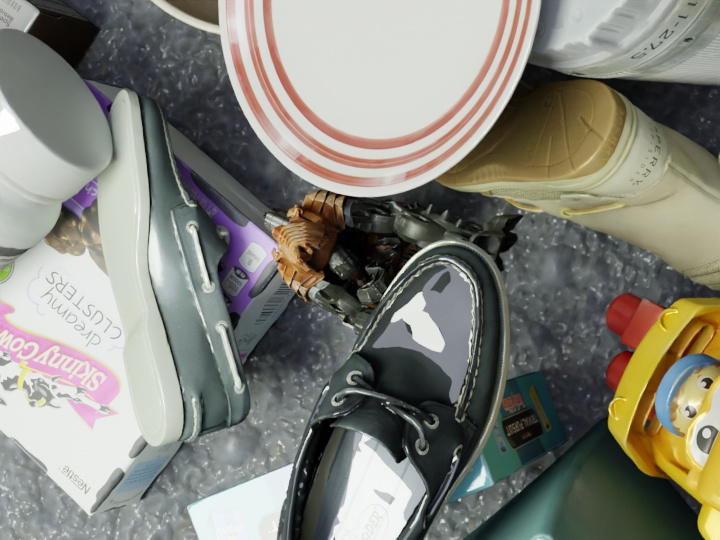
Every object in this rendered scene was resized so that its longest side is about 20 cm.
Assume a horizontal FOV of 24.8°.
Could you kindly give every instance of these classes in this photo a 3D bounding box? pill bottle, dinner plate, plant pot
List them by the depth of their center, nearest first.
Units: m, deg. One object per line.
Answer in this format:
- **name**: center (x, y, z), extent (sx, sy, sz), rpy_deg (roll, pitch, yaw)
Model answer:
- **dinner plate**: center (0.009, -0.136, 0.792), extent (0.199, 0.024, 0.202), rpy_deg (2, 94, 38)
- **plant pot**: center (0.109, 0.182, 0.843), extent (0.141, 0.200, 0.142), rpy_deg (-42, 79, 13)
- **pill bottle**: center (-0.242, -0.040, 0.921), extent (0.200, 0.113, 0.113), rpy_deg (-35, 80, 21)

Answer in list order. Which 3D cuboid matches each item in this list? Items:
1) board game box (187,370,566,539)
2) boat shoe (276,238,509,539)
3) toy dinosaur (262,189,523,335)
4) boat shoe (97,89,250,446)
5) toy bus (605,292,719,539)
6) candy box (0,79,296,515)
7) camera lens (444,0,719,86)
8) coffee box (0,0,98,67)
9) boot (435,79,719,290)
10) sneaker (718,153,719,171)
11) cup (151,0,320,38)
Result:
- **board game box**: center (0.017, 0.107, 0.871), extent (0.150, 0.200, 0.047), rpy_deg (-24, 84, 16)
- **boat shoe**: center (0.008, 0.081, 0.734), extent (0.074, 0.066, 0.200), rpy_deg (29, 98, 16)
- **toy dinosaur**: center (0.000, 0.000, 0.874), extent (0.135, 0.200, 0.103), rpy_deg (24, 116, 14)
- **boat shoe**: center (-0.104, -0.004, 0.918), extent (0.061, 0.073, 0.201), rpy_deg (-4, 78, -26)
- **toy bus**: center (0.193, 0.072, 0.823), extent (0.192, 0.200, 0.136), rpy_deg (34, 98, 28)
- **candy box**: center (-0.150, 0.017, 0.989), extent (0.168, 0.072, 0.200), rpy_deg (39, 100, 13)
- **camera lens**: center (0.149, -0.175, 0.817), extent (0.159, 0.199, 0.161), rpy_deg (3, 94, 45)
- **coffee box**: center (-0.282, -0.163, 1.025), extent (0.200, 0.080, 0.115), rpy_deg (37, 101, 14)
- **boot**: center (0.133, -0.049, 0.891), extent (0.155, 0.200, 0.073), rpy_deg (25, 84, -25)
- **sneaker**: center (0.277, -0.070, 0.811), extent (0.199, 0.085, 0.075), rpy_deg (-21, 88, -24)
- **cup**: center (-0.032, -0.222, 0.915), extent (0.199, 0.143, 0.202), rpy_deg (0, 91, 16)
